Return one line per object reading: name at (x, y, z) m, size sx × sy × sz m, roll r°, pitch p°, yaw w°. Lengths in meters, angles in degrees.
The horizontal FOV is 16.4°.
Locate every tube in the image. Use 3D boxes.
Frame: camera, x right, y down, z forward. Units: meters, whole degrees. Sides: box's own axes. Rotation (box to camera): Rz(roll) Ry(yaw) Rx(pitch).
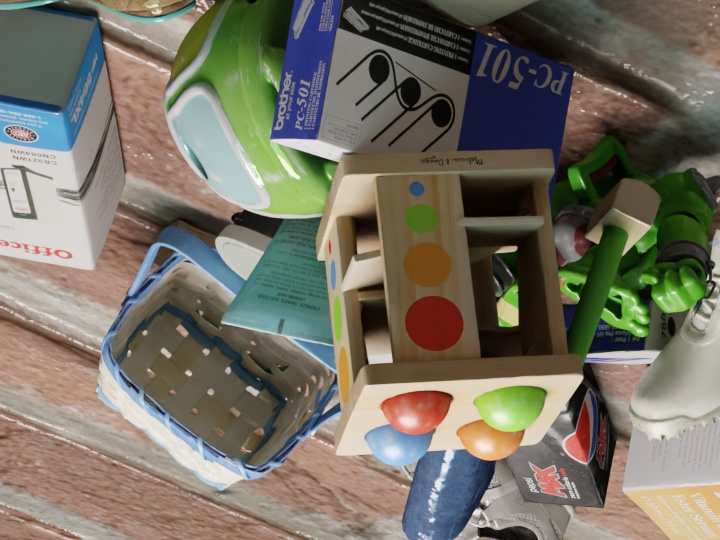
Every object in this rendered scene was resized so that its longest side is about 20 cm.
tube at (-0.017, -0.029, 1.575) m, size 0.077 × 0.200 × 0.051 m, roll 7°, pitch 134°, yaw 19°

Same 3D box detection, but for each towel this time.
towel at (0.079, 0.092, 1.730) m, size 0.048 × 0.112 × 0.201 m, roll 20°, pitch 124°, yaw 8°

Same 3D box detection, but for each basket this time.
basket at (-0.096, 0.058, 1.757) m, size 0.176 × 0.139 × 0.200 m, roll 40°, pitch 154°, yaw -5°

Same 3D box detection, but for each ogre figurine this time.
ogre figurine at (0.152, -0.016, 1.590) m, size 0.098 × 0.120 × 0.200 m, roll 44°, pitch 147°, yaw -11°

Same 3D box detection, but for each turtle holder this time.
turtle holder at (-0.060, -0.114, 1.517) m, size 0.131 × 0.141 × 0.185 m, roll -11°, pitch 143°, yaw 39°

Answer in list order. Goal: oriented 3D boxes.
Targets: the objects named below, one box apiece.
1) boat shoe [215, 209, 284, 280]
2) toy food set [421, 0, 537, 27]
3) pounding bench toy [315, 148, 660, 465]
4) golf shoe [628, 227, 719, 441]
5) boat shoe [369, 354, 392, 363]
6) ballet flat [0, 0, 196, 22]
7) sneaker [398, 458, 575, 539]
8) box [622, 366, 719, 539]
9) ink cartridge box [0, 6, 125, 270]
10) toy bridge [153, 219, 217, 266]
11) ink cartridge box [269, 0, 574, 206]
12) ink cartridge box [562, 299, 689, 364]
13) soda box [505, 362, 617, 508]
boat shoe at (0.000, 0.000, 1.624) m, size 0.199 × 0.060 × 0.076 m, roll 27°, pitch 157°, yaw 20°
toy food set at (0.058, -0.214, 1.391) m, size 0.200 × 0.061 × 0.143 m, roll 26°, pitch 149°, yaw -35°
pounding bench toy at (0.085, 0.026, 1.453) m, size 0.199 × 0.157 × 0.124 m, roll -3°, pitch 158°, yaw -10°
golf shoe at (0.233, 0.017, 1.590) m, size 0.097 × 0.200 × 0.078 m, roll 52°, pitch 169°, yaw -31°
boat shoe at (-0.005, 0.014, 1.715) m, size 0.069 × 0.071 × 0.200 m, roll 45°, pitch 170°, yaw -28°
ballet flat at (-0.172, -0.192, 1.497) m, size 0.200 × 0.068 × 0.073 m, roll 13°, pitch 124°, yaw 49°
sneaker at (0.089, 0.173, 1.992) m, size 0.199 × 0.082 × 0.075 m, roll 27°, pitch 148°, yaw -20°
box at (0.316, 0.142, 1.815) m, size 0.199 × 0.107 × 0.152 m, roll -8°, pitch 143°, yaw 34°
ink cartridge box at (-0.245, -0.093, 1.688) m, size 0.145 × 0.085 × 0.200 m, roll 10°, pitch 149°, yaw 8°
toy bridge at (-0.056, 0.017, 1.848) m, size 0.200 × 0.027 × 0.067 m, roll 30°, pitch 146°, yaw -23°
ink cartridge box at (0.039, -0.099, 1.476) m, size 0.200 × 0.094 × 0.044 m, roll 16°, pitch 172°, yaw -43°
ink cartridge box at (0.179, 0.042, 1.687) m, size 0.099 × 0.039 × 0.200 m, roll -5°, pitch 176°, yaw 31°
soda box at (0.139, 0.103, 1.872) m, size 0.070 × 0.064 × 0.200 m, roll 3°, pitch 149°, yaw 20°
